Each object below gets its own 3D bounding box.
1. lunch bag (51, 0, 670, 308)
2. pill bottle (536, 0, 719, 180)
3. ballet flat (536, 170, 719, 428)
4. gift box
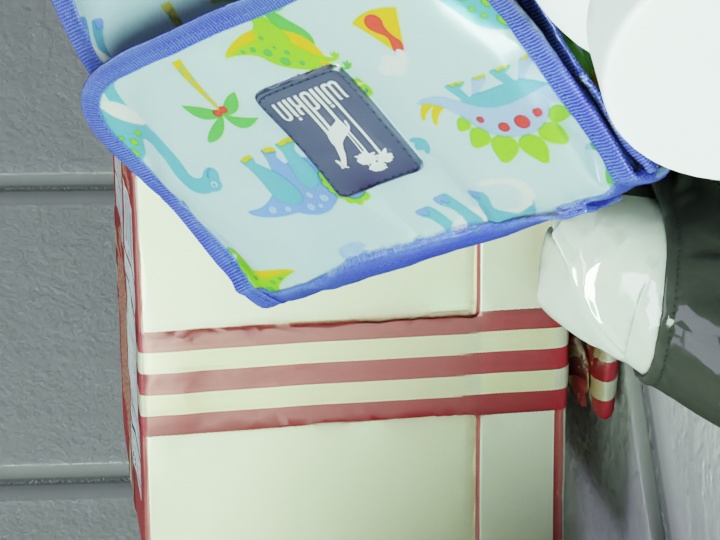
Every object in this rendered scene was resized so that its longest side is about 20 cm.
[{"bbox_3d":[-0.005,-0.099,0.822,0.170,0.127,0.201,-17,96,40],"label":"lunch bag"},{"bbox_3d":[0.088,-0.124,0.682,0.113,0.112,0.201,99,167,-50],"label":"pill bottle"},{"bbox_3d":[0.086,-0.011,0.850,0.200,0.068,0.068,-105,17,-57],"label":"ballet flat"},{"bbox_3d":[0.000,0.000,1.028,0.185,0.186,0.201,-112,21,-66],"label":"gift box"}]
